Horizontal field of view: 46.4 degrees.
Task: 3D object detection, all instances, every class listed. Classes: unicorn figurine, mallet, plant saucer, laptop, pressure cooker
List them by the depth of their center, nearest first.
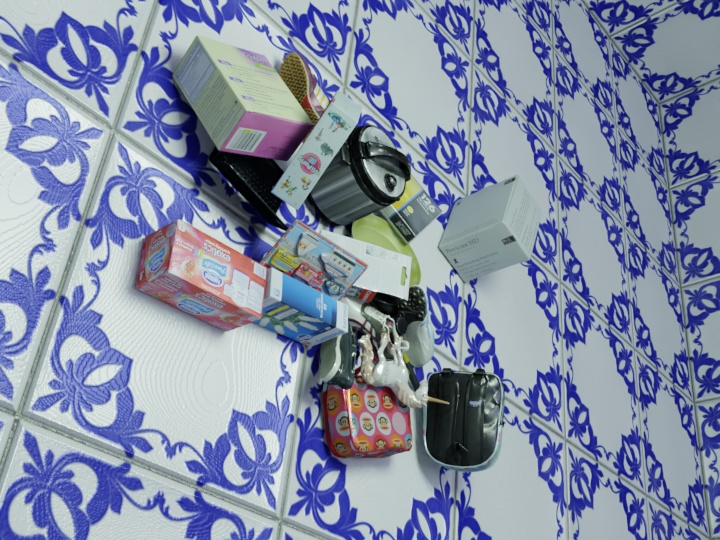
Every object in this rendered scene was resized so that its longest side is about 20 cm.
[{"bbox_3d":[-0.184,-0.180,1.564,0.177,0.103,0.201,48,42,-27],"label":"laptop"},{"bbox_3d":[0.065,0.195,1.625,0.198,0.074,0.139,8,67,-35],"label":"unicorn figurine"},{"bbox_3d":[0.002,-0.199,1.725,0.180,0.199,0.176,57,36,-16],"label":"pressure cooker"},{"bbox_3d":[0.086,0.189,1.797,0.041,0.065,0.202,-41,121,-46],"label":"mallet"},{"bbox_3d":[0.049,-0.032,1.816,0.199,0.031,0.201,31,37,-26],"label":"plant saucer"}]

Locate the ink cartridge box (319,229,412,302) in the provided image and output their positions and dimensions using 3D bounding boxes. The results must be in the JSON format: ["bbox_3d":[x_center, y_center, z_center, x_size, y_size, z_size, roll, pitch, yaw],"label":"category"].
[{"bbox_3d":[0.000,0.000,1.681,0.198,0.050,0.110,16,56,-12],"label":"ink cartridge box"}]

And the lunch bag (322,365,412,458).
[{"bbox_3d":[0.015,0.269,1.623,0.199,0.081,0.178,13,63,-48],"label":"lunch bag"}]

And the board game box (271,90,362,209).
[{"bbox_3d":[-0.079,-0.227,1.571,0.064,0.201,0.148,33,19,-7],"label":"board game box"}]

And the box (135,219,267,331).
[{"bbox_3d":[-0.258,0.012,1.384,0.199,0.095,0.101,31,50,-40],"label":"box"}]

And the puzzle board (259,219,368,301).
[{"bbox_3d":[-0.095,0.007,1.564,0.199,0.151,0.017,31,16,-40],"label":"puzzle board"}]

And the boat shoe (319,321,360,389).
[{"bbox_3d":[-0.032,0.155,1.584,0.066,0.075,0.200,36,18,-15],"label":"boat shoe"}]

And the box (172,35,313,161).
[{"bbox_3d":[-0.214,-0.310,1.534,0.175,0.097,0.201,0,49,-52],"label":"box"}]

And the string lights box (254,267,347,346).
[{"bbox_3d":[-0.124,0.069,1.522,0.199,0.102,0.060,28,50,-41],"label":"string lights box"}]

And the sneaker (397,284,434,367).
[{"bbox_3d":[0.123,0.113,1.804,0.073,0.071,0.202,-51,143,-49],"label":"sneaker"}]

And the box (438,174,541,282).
[{"bbox_3d":[0.326,-0.104,2.096,0.131,0.198,0.201,50,41,-23],"label":"box"}]

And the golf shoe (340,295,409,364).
[{"bbox_3d":[0.022,0.098,1.710,0.201,0.088,0.077,53,41,-19],"label":"golf shoe"}]

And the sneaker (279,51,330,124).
[{"bbox_3d":[-0.108,-0.364,1.784,0.090,0.074,0.202,-30,104,-61],"label":"sneaker"}]

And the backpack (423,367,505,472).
[{"bbox_3d":[0.219,0.323,1.778,0.151,0.175,0.203,60,33,-63],"label":"backpack"}]

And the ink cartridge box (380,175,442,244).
[{"bbox_3d":[0.099,-0.183,1.941,0.198,0.047,0.200,49,42,-1],"label":"ink cartridge box"}]

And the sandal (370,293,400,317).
[{"bbox_3d":[0.052,0.059,1.796,0.200,0.048,0.076,38,46,-36],"label":"sandal"}]
